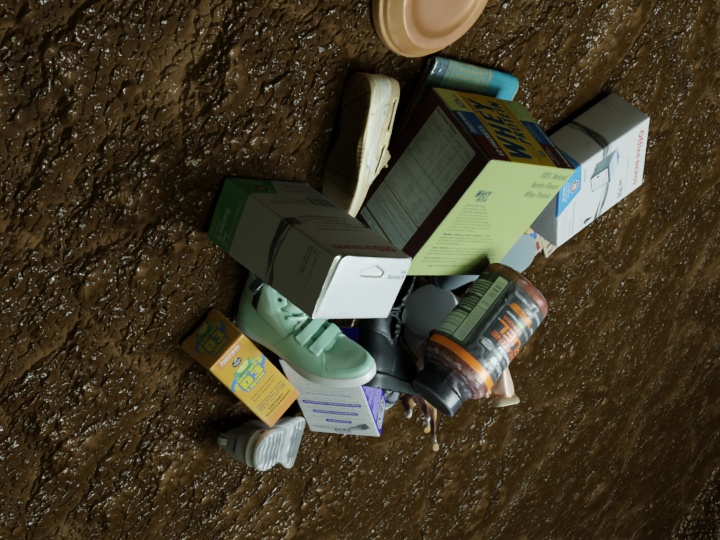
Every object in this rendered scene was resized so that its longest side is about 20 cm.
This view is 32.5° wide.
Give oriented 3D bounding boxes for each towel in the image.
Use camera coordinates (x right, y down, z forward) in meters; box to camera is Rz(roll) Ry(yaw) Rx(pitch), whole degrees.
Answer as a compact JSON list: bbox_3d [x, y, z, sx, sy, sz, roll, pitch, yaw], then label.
[{"bbox_3d":[0.127,-0.210,1.668,0.198,0.022,0.148,3,119,-49],"label":"towel"}]

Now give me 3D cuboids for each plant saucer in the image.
[{"bbox_3d":[0.098,-0.346,1.489,0.199,0.037,0.202,-31,142,-28],"label":"plant saucer"}]

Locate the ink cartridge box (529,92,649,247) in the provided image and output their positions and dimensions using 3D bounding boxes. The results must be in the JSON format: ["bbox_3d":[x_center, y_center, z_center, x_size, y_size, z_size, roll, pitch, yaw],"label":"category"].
[{"bbox_3d":[0.346,-0.156,1.910,0.199,0.086,0.148,-33,142,-22],"label":"ink cartridge box"}]

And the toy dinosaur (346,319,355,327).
[{"bbox_3d":[0.000,0.000,1.699,0.105,0.061,0.202,-19,128,-15],"label":"toy dinosaur"}]

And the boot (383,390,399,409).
[{"bbox_3d":[0.037,0.159,1.831,0.200,0.089,0.074,44,53,-56],"label":"boot"}]

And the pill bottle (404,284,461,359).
[{"bbox_3d":[0.131,0.104,1.887,0.112,0.112,0.200,-45,147,-8],"label":"pill bottle"}]

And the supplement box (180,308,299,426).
[{"bbox_3d":[-0.154,0.130,1.617,0.067,0.069,0.200,-47,145,-7],"label":"supplement box"}]

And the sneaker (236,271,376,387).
[{"bbox_3d":[-0.065,0.062,1.533,0.074,0.198,0.119,-50,160,-43],"label":"sneaker"}]

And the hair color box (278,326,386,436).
[{"bbox_3d":[-0.036,0.155,1.734,0.201,0.107,0.066,73,24,-51],"label":"hair color box"}]

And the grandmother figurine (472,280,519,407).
[{"bbox_3d":[0.199,0.097,1.842,0.059,0.121,0.204,-9,95,-9],"label":"grandmother figurine"}]

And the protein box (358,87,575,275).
[{"bbox_3d":[0.134,-0.111,1.625,0.197,0.136,0.201,0,136,-48],"label":"protein box"}]

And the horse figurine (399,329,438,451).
[{"bbox_3d":[0.099,0.157,1.779,0.049,0.133,0.202,1,126,-8],"label":"horse figurine"}]

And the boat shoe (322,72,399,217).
[{"bbox_3d":[0.007,-0.148,1.535,0.068,0.074,0.202,-9,128,-37],"label":"boat shoe"}]

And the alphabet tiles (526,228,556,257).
[{"bbox_3d":[0.319,-0.108,2.003,0.166,0.006,0.201,-44,146,-12],"label":"alphabet tiles"}]

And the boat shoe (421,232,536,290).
[{"bbox_3d":[0.160,-0.029,1.802,0.198,0.091,0.072,-12,118,-34],"label":"boat shoe"}]

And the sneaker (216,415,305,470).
[{"bbox_3d":[-0.135,0.232,1.741,0.200,0.081,0.076,23,84,-73],"label":"sneaker"}]

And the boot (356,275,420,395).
[{"bbox_3d":[0.047,0.077,1.663,0.200,0.075,0.171,23,77,-66],"label":"boot"}]

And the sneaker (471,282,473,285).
[{"bbox_3d":[0.182,-0.011,1.888,0.084,0.077,0.203,-11,120,-30],"label":"sneaker"}]

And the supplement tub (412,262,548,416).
[{"bbox_3d":[0.156,0.096,1.653,0.201,0.106,0.107,-51,147,-13],"label":"supplement tub"}]

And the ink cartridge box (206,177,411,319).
[{"bbox_3d":[-0.061,-0.027,1.451,0.145,0.199,0.085,1,118,-50],"label":"ink cartridge box"}]
